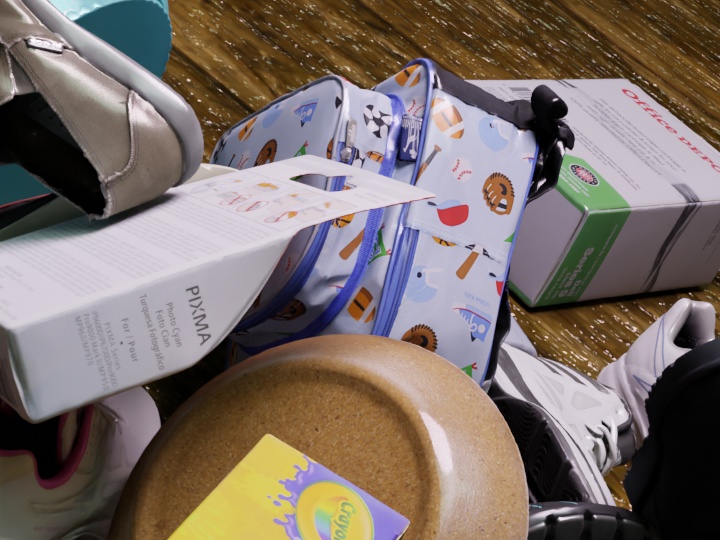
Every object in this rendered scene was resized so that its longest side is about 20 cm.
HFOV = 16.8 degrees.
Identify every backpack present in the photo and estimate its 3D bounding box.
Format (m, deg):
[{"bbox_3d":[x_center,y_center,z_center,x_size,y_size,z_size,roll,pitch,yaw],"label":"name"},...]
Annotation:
[{"bbox_3d":[0.000,0.000,1.253,0.154,0.200,0.191,13,70,-26],"label":"backpack"}]

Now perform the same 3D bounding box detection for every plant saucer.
[{"bbox_3d":[-0.028,0.110,1.053,0.200,0.200,0.035,48,-2,36],"label":"plant saucer"}]

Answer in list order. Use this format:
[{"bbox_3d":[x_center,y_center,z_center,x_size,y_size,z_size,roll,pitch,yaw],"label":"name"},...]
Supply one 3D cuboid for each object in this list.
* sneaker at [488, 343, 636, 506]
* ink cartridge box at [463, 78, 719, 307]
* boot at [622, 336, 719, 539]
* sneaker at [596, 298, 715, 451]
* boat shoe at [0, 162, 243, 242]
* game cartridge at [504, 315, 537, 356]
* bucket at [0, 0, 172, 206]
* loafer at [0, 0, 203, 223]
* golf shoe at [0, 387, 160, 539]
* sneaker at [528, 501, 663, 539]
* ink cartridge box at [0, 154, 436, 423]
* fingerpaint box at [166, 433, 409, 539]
[{"bbox_3d":[0.120,0.101,1.323,0.115,0.076,0.201,7,30,-31],"label":"sneaker"},{"bbox_3d":[0.147,-0.055,1.616,0.200,0.084,0.146,-5,41,-47],"label":"ink cartridge box"},{"bbox_3d":[0.197,0.136,1.175,0.076,0.200,0.168,-17,64,-15],"label":"boot"},{"bbox_3d":[0.196,0.092,1.398,0.074,0.087,0.200,14,31,-29],"label":"sneaker"},{"bbox_3d":[-0.145,-0.009,1.191,0.201,0.074,0.063,-21,22,-7],"label":"boat shoe"},{"bbox_3d":[-0.004,0.007,1.424,0.200,0.042,0.133,8,36,-33],"label":"game cartridge"},{"bbox_3d":[-0.206,-0.116,1.282,0.135,0.207,0.207,43,30,15],"label":"bucket"},{"bbox_3d":[-0.169,-0.091,1.129,0.200,0.075,0.070,31,51,10],"label":"loafer"},{"bbox_3d":[-0.135,0.082,1.109,0.075,0.092,0.200,29,25,8],"label":"golf shoe"},{"bbox_3d":[0.052,0.134,1.184,0.200,0.076,0.079,-1,25,-24],"label":"sneaker"},{"bbox_3d":[-0.082,0.002,1.091,0.200,0.047,0.160,-17,15,-19],"label":"ink cartridge box"},{"bbox_3d":[-0.074,0.177,0.908,0.073,0.167,0.200,31,27,7],"label":"fingerpaint box"}]
